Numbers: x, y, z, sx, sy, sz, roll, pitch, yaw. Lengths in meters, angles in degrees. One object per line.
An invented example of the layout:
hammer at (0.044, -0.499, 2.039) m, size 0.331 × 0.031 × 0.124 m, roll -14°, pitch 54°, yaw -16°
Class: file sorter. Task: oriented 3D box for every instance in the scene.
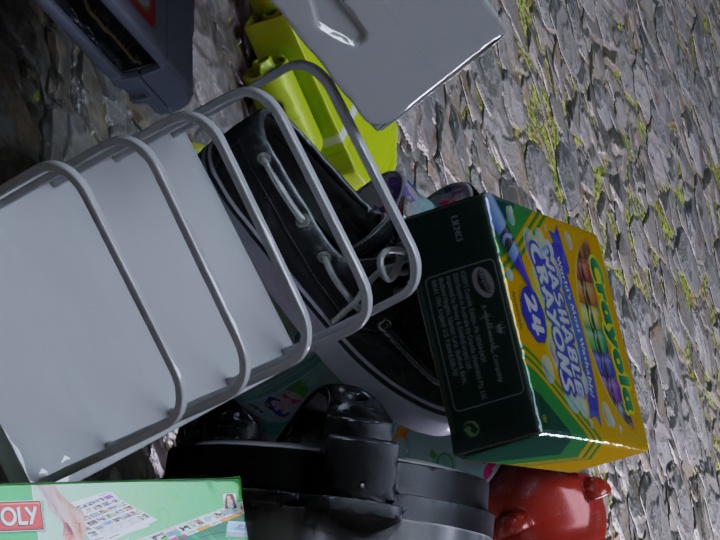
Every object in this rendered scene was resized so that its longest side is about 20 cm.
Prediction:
file sorter at (-0.085, -0.002, 1.310) m, size 0.200 × 0.124 × 0.139 m, roll -27°, pitch 91°, yaw -50°

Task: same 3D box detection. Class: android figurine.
android figurine at (-0.027, -0.129, 1.811) m, size 0.182 × 0.041 × 0.200 m, roll -70°, pitch 141°, yaw -58°

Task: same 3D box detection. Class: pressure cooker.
pressure cooker at (-0.022, 0.155, 1.380) m, size 0.179 × 0.176 × 0.200 m, roll 19°, pitch 73°, yaw -52°

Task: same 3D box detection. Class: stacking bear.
stacking bear at (0.078, 0.150, 1.641) m, size 0.200 × 0.121 × 0.114 m, roll -20°, pitch -96°, yaw 67°

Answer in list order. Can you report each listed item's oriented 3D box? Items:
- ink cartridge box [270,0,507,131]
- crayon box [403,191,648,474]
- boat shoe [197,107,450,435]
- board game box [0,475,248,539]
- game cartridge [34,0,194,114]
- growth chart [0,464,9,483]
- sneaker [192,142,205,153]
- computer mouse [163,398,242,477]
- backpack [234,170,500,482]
ink cartridge box at (-0.026, -0.181, 1.369) m, size 0.148 × 0.086 × 0.200 m, roll 49°, pitch 4°, yaw -37°
crayon box at (0.094, 0.037, 1.477) m, size 0.200 × 0.052 × 0.126 m, roll 16°, pitch 59°, yaw -66°
boat shoe at (0.001, -0.001, 1.448) m, size 0.199 × 0.068 × 0.074 m, roll 50°, pitch 34°, yaw -6°
board game box at (-0.127, 0.159, 1.224) m, size 0.200 × 0.029 × 0.135 m, roll 3°, pitch 72°, yaw -41°
game cartridge at (-0.133, -0.178, 1.332) m, size 0.200 × 0.041 × 0.133 m, roll 48°, pitch 30°, yaw -54°
growth chart at (-0.158, 0.144, 1.298) m, size 0.200 × 0.018 × 0.145 m, roll 48°, pitch 34°, yaw -52°
sneaker at (-0.086, 0.000, 1.485) m, size 0.200 × 0.090 × 0.078 m, roll -82°, pitch 150°, yaw -49°
computer mouse at (-0.053, 0.173, 1.528) m, size 0.110 × 0.044 × 0.200 m, roll -75°, pitch 146°, yaw -55°
backpack at (0.011, 0.056, 1.593) m, size 0.150 × 0.177 × 0.200 m, roll 33°, pitch 45°, yaw -28°
